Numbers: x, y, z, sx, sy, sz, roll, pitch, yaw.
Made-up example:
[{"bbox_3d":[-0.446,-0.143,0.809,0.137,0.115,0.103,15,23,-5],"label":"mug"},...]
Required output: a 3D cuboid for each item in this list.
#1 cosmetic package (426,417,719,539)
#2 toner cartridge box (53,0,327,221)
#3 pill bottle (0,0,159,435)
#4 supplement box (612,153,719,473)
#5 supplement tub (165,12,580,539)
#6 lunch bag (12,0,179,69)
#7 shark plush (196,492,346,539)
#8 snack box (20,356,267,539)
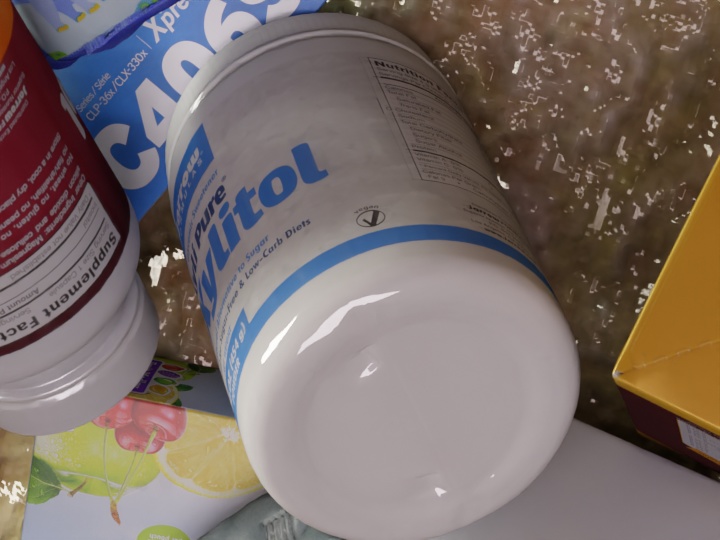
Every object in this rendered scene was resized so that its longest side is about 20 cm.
[{"bbox_3d":[0.116,0.193,1.135,0.200,0.123,0.200,23,128,27],"label":"cosmetic package"},{"bbox_3d":[-0.105,-0.080,1.192,0.095,0.043,0.200,40,109,-4],"label":"toner cartridge box"},{"bbox_3d":[-0.156,-0.029,1.103,0.113,0.113,0.200,-15,135,12],"label":"pill bottle"},{"bbox_3d":[0.216,0.037,1.059,0.197,0.200,0.133,26,86,11],"label":"supplement box"},{"bbox_3d":[0.000,0.000,1.103,0.132,0.200,0.132,-8,125,-11],"label":"supplement tub"},{"bbox_3d":[-0.102,-0.200,1.083,0.170,0.127,0.200,-28,85,33],"label":"lunch bag"},{"bbox_3d":[0.001,0.074,1.154,0.083,0.091,0.200,36,98,33],"label":"shark plush"},{"bbox_3d":[-0.050,0.136,1.240,0.199,0.068,0.169,12,107,5],"label":"snack box"}]
